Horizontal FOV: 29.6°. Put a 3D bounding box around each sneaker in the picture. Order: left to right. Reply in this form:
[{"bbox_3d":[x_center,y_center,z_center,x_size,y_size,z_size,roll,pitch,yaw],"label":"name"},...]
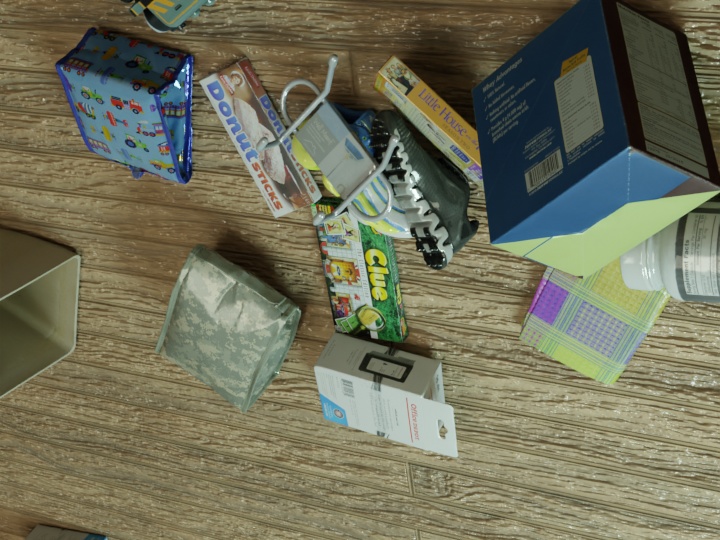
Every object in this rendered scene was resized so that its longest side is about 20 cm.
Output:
[{"bbox_3d":[0.009,-0.126,1.640,0.200,0.076,0.105,36,132,5],"label":"sneaker"},{"bbox_3d":[0.080,-0.107,1.609,0.066,0.090,0.201,4,123,62],"label":"sneaker"}]

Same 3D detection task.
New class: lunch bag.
[{"bbox_3d":[-0.297,-0.195,1.777,0.150,0.094,0.201,18,138,16],"label":"lunch bag"},{"bbox_3d":[-0.174,0.065,1.854,0.164,0.118,0.200,33,137,8],"label":"lunch bag"}]

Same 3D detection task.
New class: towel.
[{"bbox_3d":[0.281,0.041,1.630,0.143,0.023,0.200,28,132,10],"label":"towel"}]

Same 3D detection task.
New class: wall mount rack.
[{"bbox_3d":[-0.028,-0.151,1.571,0.200,0.074,0.174,53,125,9],"label":"wall mount rack"}]

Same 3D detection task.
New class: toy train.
[{"bbox_3d":[-0.212,-0.358,1.612,0.114,0.085,0.200,45,133,-17],"label":"toy train"}]

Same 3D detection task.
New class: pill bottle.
[{"bbox_3d":[0.388,-0.021,1.462,0.199,0.113,0.114,5,123,29],"label":"pill bottle"}]

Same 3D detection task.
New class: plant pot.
[{"bbox_3d":[-0.554,0.048,2.029,0.177,0.200,0.201,33,133,22],"label":"plant pot"}]

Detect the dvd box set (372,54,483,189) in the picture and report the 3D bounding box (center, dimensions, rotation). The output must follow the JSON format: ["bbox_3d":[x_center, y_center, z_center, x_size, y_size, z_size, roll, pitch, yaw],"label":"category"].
[{"bbox_3d":[0.097,-0.157,1.535,0.200,0.146,0.029,43,89,-1],"label":"dvd box set"}]

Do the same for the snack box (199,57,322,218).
[{"bbox_3d":[-0.125,-0.166,1.720,0.072,0.024,0.201,-18,106,39],"label":"snack box"}]

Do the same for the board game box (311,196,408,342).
[{"bbox_3d":[0.000,0.000,1.769,0.104,0.023,0.201,5,124,26],"label":"board game box"}]

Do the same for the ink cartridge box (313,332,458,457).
[{"bbox_3d":[0.046,0.166,1.812,0.199,0.068,0.116,15,140,22],"label":"ink cartridge box"}]

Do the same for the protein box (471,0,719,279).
[{"bbox_3d":[0.233,-0.136,1.390,0.135,0.201,0.198,19,142,-32],"label":"protein box"}]

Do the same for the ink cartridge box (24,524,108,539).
[{"bbox_3d":[-0.527,0.520,2.411,0.199,0.067,0.116,4,123,28],"label":"ink cartridge box"}]
